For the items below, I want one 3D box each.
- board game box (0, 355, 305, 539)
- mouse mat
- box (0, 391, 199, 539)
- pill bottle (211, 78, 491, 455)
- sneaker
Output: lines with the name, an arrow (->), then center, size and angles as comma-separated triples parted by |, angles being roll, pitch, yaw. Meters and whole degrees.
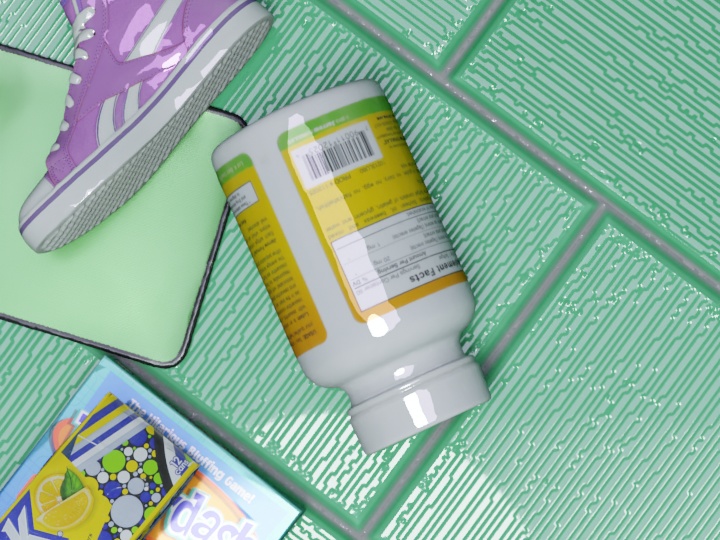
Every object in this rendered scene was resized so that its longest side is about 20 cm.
board game box -> -0.152, 0.175, 1.671 | 0.152, 0.045, 0.200 | 37, 88, 4
mouse mat -> -0.180, -0.043, 1.704 | 0.199, 0.008, 0.162 | 17, 87, 4
box -> -0.181, 0.169, 1.582 | 0.070, 0.064, 0.200 | 38, 64, 3
pill bottle -> 0.000, 0.000, 1.642 | 0.111, 0.111, 0.201 | -24, 86, 1
sneaker -> -0.157, -0.110, 1.674 | 0.114, 0.073, 0.201 | 39, 78, 8
